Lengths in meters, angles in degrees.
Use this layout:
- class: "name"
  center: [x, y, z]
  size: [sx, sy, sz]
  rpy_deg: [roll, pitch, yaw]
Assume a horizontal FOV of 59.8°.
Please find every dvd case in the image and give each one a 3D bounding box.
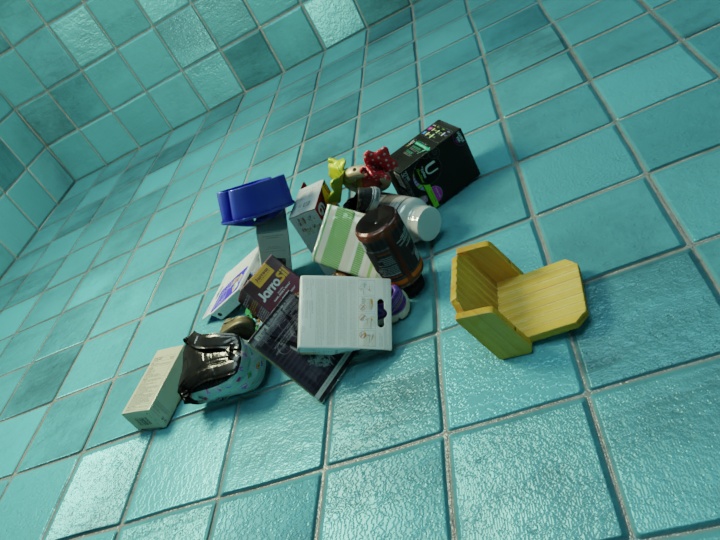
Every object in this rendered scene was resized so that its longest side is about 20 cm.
- class: "dvd case"
  center: [-0.118, 0.159, 1.326]
  size: [0.149, 0.199, 0.016]
  rpy_deg: [-52, -2, -28]

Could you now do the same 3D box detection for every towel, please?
- class: "towel"
  center: [-0.008, -0.065, 1.484]
  size: [0.196, 0.023, 0.156]
  rpy_deg: [16, 80, 13]

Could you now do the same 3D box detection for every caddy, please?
- class: "caddy"
  center: [-0.256, -0.163, 1.540]
  size: [0.198, 0.107, 0.140]
  rpy_deg: [-25, 17, -36]

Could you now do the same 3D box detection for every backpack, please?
- class: "backpack"
  center: [-0.317, 0.218, 1.443]
  size: [0.197, 0.126, 0.170]
  rpy_deg: [-18, 63, 29]

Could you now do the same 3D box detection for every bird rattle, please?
- class: "bird rattle"
  center: [0.012, -0.242, 1.580]
  size: [0.197, 0.162, 0.115]
  rpy_deg: [-16, 70, 25]

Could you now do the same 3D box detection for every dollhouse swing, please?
- class: "dollhouse swing"
  center: [0.290, 0.026, 1.155]
  size: [0.175, 0.181, 0.202]
  rpy_deg: [-36, 26, 34]

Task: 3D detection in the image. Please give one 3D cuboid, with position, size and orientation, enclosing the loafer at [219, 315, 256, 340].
- class: "loafer"
  center: [-0.307, 0.146, 1.521]
  size: [0.199, 0.075, 0.069]
  rpy_deg: [-36, 39, 50]

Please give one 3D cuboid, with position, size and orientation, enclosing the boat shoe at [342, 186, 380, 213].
- class: "boat shoe"
  center: [-0.012, -0.154, 1.551]
  size: [0.200, 0.065, 0.072]
  rpy_deg: [144, 132, -68]

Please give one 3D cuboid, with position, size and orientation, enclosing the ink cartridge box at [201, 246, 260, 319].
- class: "ink cartridge box"
  center: [-0.350, 0.040, 1.771]
  size: [0.199, 0.043, 0.200]
  rpy_deg: [-34, 26, 37]

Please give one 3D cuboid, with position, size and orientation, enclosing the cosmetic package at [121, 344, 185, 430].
- class: "cosmetic package"
  center: [-0.496, 0.291, 1.563]
  size: [0.103, 0.072, 0.202]
  rpy_deg: [-13, 38, 29]

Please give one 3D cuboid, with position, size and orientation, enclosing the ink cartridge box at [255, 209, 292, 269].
- class: "ink cartridge box"
  center: [-0.223, -0.044, 1.637]
  size: [0.082, 0.204, 0.146]
  rpy_deg: [-6, 32, -8]

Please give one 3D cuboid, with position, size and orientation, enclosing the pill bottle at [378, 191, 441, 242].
- class: "pill bottle"
  center: [0.105, -0.130, 1.556]
  size: [0.111, 0.112, 0.198]
  rpy_deg: [-45, 34, -19]

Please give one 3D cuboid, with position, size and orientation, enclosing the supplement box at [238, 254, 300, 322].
- class: "supplement box"
  center: [-0.162, 0.077, 1.403]
  size: [0.111, 0.199, 0.086]
  rpy_deg: [-52, 1, -27]

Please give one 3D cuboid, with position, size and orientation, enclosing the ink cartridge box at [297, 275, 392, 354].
- class: "ink cartridge box"
  center: [-0.034, 0.094, 1.326]
  size: [0.195, 0.050, 0.166]
  rpy_deg: [3, 67, -6]

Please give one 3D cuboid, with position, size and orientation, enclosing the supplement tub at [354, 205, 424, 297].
- class: "supplement tub"
  center: [0.073, -0.034, 1.376]
  size: [0.105, 0.202, 0.108]
  rpy_deg: [-21, 33, 15]

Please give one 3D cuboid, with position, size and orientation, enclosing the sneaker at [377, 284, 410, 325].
- class: "sneaker"
  center: [0.010, 0.087, 1.382]
  size: [0.197, 0.084, 0.081]
  rpy_deg: [-28, 33, 10]

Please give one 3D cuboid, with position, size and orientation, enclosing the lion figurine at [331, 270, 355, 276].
- class: "lion figurine"
  center: [0.000, 0.000, 1.517]
  size: [0.198, 0.073, 0.123]
  rpy_deg: [-31, 45, -7]

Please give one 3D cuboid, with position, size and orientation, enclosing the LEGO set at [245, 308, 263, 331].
- class: "LEGO set"
  center: [-0.194, 0.105, 1.546]
  size: [0.156, 0.114, 0.200]
  rpy_deg: [-64, 30, 5]

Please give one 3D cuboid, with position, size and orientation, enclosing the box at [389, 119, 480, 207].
- class: "box"
  center: [0.183, -0.268, 1.632]
  size: [0.198, 0.150, 0.124]
  rpy_deg: [-36, 32, -6]

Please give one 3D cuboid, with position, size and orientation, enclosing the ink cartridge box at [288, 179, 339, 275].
- class: "ink cartridge box"
  center: [-0.087, -0.122, 1.627]
  size: [0.082, 0.201, 0.177]
  rpy_deg: [-17, 35, 23]
